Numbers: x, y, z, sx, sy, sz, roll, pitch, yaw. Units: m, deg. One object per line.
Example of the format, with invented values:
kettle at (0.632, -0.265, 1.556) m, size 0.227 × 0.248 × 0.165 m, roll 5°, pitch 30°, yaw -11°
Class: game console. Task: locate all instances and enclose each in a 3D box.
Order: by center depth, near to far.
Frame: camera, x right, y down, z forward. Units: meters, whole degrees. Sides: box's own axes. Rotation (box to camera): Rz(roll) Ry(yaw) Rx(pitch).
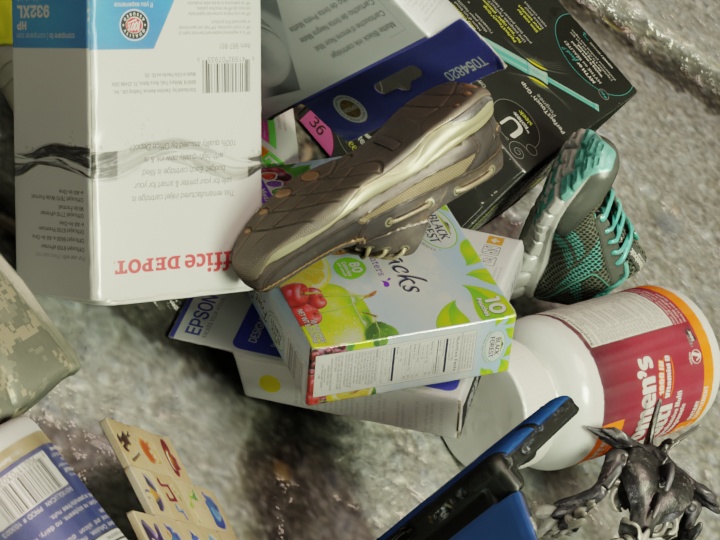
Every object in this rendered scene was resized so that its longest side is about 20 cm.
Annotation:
game console at (0.065, 0.195, 1.645) m, size 0.119 × 0.200 × 0.171 m, roll 51°, pitch 35°, yaw 3°

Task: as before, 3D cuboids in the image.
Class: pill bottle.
pill bottle at (-0.164, 0.189, 1.485) m, size 0.200 × 0.111 × 0.111 m, roll 52°, pitch 35°, yaw 5°
pill bottle at (0.153, 0.079, 1.918) m, size 0.199 × 0.110 × 0.110 m, roll -14°, pitch 66°, yaw -42°

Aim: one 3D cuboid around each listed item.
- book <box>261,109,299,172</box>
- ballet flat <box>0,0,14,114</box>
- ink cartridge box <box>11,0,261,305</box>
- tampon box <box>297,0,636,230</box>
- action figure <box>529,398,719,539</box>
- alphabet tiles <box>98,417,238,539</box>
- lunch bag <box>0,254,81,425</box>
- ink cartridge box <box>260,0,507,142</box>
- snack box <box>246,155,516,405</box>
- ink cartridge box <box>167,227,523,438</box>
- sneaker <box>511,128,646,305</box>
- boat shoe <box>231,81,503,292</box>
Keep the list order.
book at (-0.125, -0.149, 1.848) m, size 0.200 × 0.048 × 0.134 m, roll 38°, pitch 23°, yaw -34°
ballet flat at (-0.190, -0.109, 1.790) m, size 0.200 × 0.067 × 0.067 m, roll 40°, pitch 49°, yaw -12°
ink cartridge box at (-0.139, -0.085, 1.710) m, size 0.145 × 0.083 × 0.201 m, roll -6°, pitch 98°, yaw -46°
tampon box at (0.081, -0.122, 2.029) m, size 0.150 × 0.126 × 0.200 m, roll 50°, pitch 36°, yaw 4°
action figure at (0.172, 0.186, 1.850) m, size 0.119 × 0.102 × 0.201 m, roll 37°, pitch 52°, yaw -19°
alphabet tiles at (-0.090, 0.178, 1.601) m, size 0.201 × 0.008 × 0.167 m, roll 61°, pitch 11°, yaw 19°
lunch bag at (-0.284, 0.027, 1.510) m, size 0.200 × 0.117 × 0.164 m, roll 54°, pitch 36°, yaw 1°
ink cartridge box at (-0.032, -0.165, 1.767) m, size 0.200 × 0.199 × 0.041 m, roll 45°, pitch 57°, yaw -15°
snack box at (0.000, 0.000, 1.785) m, size 0.141 × 0.053 × 0.200 m, roll -8°, pitch 38°, yaw -19°
ink cartridge box at (-0.007, 0.024, 1.833) m, size 0.199 × 0.047 × 0.198 m, roll 11°, pitch 36°, yaw 11°
sneaker at (0.168, -0.031, 1.963) m, size 0.091 × 0.200 × 0.078 m, roll 20°, pitch 63°, yaw 0°
boat shoe at (0.012, -0.039, 1.723) m, size 0.074 × 0.199 × 0.074 m, roll 60°, pitch -10°, yaw -24°
